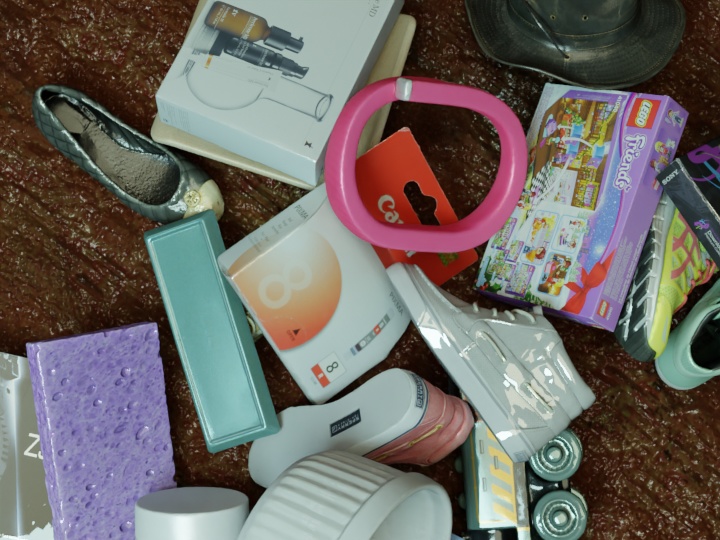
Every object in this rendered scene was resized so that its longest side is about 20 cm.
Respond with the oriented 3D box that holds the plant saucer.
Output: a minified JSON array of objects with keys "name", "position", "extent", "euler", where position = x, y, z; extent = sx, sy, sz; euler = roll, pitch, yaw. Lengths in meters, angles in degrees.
[{"name":"plant saucer","position":[-0.131,0.053,1.183],"extent":[0.069,0.019,0.202],"euler":[-18,89,13]}]

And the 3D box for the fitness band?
[{"name":"fitness band","position":[0.059,-0.087,1.158],"extent":[0.198,0.037,0.146],"euler":[3,102,-36]}]

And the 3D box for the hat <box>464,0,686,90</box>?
[{"name":"hat","position":[0.192,-0.254,1.201],"extent":[0.198,0.081,0.202],"euler":[1,54,-1]}]

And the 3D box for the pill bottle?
[{"name":"pill bottle","position":[-0.138,0.289,1.136],"extent":[0.113,0.114,0.203],"euler":[-1,95,-1]}]

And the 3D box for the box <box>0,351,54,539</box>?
[{"name":"box","position":[-0.310,0.154,1.198],"extent":[0.197,0.044,0.162],"euler":[14,84,0]}]

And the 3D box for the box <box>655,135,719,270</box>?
[{"name":"box","position":[0.356,-0.059,1.179],"extent":[0.199,0.036,0.144],"euler":[-24,77,-40]}]

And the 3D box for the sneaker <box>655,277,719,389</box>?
[{"name":"sneaker","position":[0.346,0.026,1.187],"extent":[0.074,0.118,0.200],"euler":[44,84,5]}]

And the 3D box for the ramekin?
[{"name":"ramekin","position":[-0.021,0.238,1.079],"extent":[0.104,0.200,0.202],"euler":[23,83,27]}]

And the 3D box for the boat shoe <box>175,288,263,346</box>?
[{"name":"boat shoe","position":[-0.082,0.008,1.208],"extent":[0.200,0.063,0.074],"euler":[-35,85,-4]}]

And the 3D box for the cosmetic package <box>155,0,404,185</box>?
[{"name":"cosmetic package","position":[-0.065,-0.192,1.180],"extent":[0.149,0.052,0.202],"euler":[23,69,5]}]

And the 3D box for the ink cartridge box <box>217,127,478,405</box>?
[{"name":"ink cartridge box","position":[0.000,0.000,1.178],"extent":[0.199,0.050,0.163],"euler":[-34,123,-2]}]

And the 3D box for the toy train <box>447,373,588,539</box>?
[{"name":"toy train","position":[0.136,0.160,1.192],"extent":[0.112,0.085,0.203],"euler":[-5,86,11]}]

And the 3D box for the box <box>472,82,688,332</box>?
[{"name":"box","position":[0.189,-0.059,1.192],"extent":[0.039,0.136,0.202],"euler":[26,82,-43]}]

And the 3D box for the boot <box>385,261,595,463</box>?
[{"name":"boot","position":[0.110,0.055,1.146],"extent":[0.095,0.074,0.201],"euler":[-35,74,-1]}]

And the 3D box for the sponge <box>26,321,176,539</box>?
[{"name":"sponge","position":[-0.213,0.149,1.158],"extent":[0.111,0.030,0.203],"euler":[-12,99,-35]}]

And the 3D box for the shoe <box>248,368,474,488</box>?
[{"name":"shoe","position":[0.000,0.148,1.179],"extent":[0.199,0.091,0.072],"euler":[-28,52,33]}]

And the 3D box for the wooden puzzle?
[{"name":"wooden puzzle","position":[-0.067,-0.167,1.227],"extent":[0.198,0.046,0.187],"euler":[16,73,5]}]

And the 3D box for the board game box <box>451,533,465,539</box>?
[{"name":"board game box","position":[0.005,0.280,1.193],"extent":[0.198,0.039,0.159],"euler":[25,85,2]}]

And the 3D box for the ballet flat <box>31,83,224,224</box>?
[{"name":"ballet flat","position":[-0.210,-0.098,1.220],"extent":[0.199,0.057,0.067],"euler":[31,85,2]}]

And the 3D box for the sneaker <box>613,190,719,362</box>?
[{"name":"sneaker","position":[0.277,-0.008,1.190],"extent":[0.089,0.078,0.202],"euler":[21,62,-7]}]
